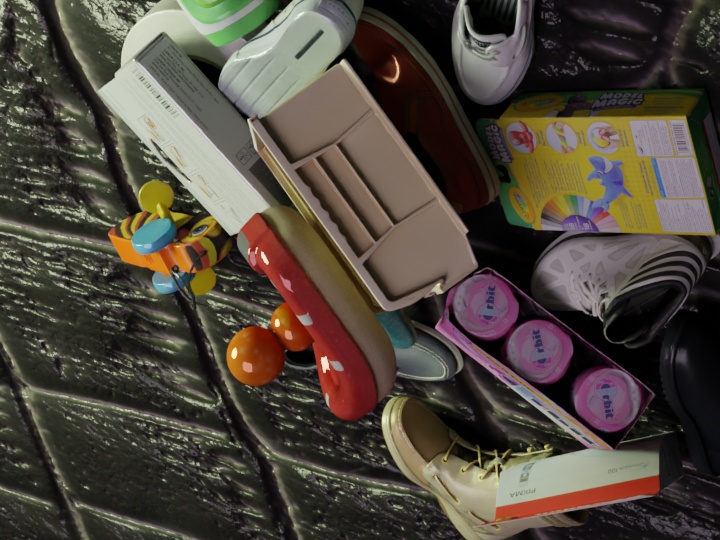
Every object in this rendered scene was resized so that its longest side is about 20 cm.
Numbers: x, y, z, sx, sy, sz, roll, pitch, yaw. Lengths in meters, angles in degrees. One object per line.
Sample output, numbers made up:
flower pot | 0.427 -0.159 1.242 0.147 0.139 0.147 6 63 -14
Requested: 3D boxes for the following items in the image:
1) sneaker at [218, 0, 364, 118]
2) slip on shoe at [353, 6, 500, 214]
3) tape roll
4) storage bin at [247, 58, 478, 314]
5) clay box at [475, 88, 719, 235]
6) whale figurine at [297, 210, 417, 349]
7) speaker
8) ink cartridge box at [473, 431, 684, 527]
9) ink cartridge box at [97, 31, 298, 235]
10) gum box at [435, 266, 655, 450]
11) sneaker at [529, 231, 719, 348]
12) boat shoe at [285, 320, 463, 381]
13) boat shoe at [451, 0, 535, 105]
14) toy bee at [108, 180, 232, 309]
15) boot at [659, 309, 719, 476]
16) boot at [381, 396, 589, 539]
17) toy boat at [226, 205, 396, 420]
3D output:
sneaker | -0.053 -0.192 1.426 0.073 0.071 0.199 43 146 -15
slip on shoe | 0.044 -0.134 1.411 0.201 0.061 0.074 59 163 -3
tape roll | -0.135 -0.166 1.563 0.201 0.037 0.204 22 138 21
storage bin | 0.002 -0.059 1.386 0.199 0.093 0.200 55 177 1
clay box | 0.199 -0.090 1.373 0.198 0.048 0.116 5 129 37
whale figurine | 0.000 0.000 1.563 0.157 0.104 0.202 14 132 26
speaker | -0.148 -0.295 1.411 0.088 0.089 0.201 -12 120 43
ink cartridge box | 0.197 0.189 1.501 0.158 0.200 0.048 -14 83 20
ink cartridge box | -0.150 -0.122 1.557 0.200 0.044 0.173 48 164 -12
gum box | 0.160 0.077 1.509 0.199 0.066 0.114 37 174 1
sneaker | 0.205 0.015 1.416 0.199 0.116 0.076 -20 115 46
boat shoe | 0.008 0.087 1.675 0.198 0.062 0.073 11 134 29
boat shoe | 0.102 -0.203 1.324 0.073 0.067 0.201 25 139 16
toy bee | -0.172 -0.023 1.695 0.200 0.108 0.132 42 157 37
boot | 0.357 0.121 1.429 0.167 0.077 0.201 9 139 35
boot | 0.127 0.195 1.679 0.155 0.073 0.201 -17 118 46
toy boat | -0.059 0.053 1.452 0.201 0.130 0.131 55 177 -23
